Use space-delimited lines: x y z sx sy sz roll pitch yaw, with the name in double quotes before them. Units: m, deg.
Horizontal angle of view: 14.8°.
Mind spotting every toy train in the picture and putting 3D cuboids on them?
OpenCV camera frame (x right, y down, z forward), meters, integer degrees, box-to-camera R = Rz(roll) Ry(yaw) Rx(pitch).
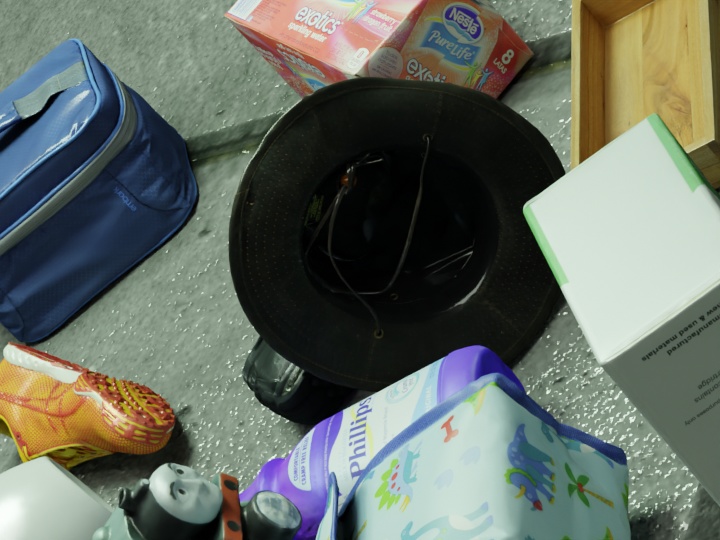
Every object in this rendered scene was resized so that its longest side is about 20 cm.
"toy train" -0.113 0.189 1.523 0.200 0.114 0.085 -55 25 30

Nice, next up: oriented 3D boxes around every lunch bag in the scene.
"lunch bag" 0.036 0.177 1.399 0.200 0.127 0.171 -40 31 35
"lunch bag" -0.232 -0.058 1.970 0.200 0.132 0.136 -39 31 9

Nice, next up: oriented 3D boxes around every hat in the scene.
"hat" 0.019 -0.024 1.599 0.201 0.201 0.081 -45 14 0

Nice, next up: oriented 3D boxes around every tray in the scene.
"tray" 0.174 -0.111 1.645 0.098 0.037 0.201 -27 36 27

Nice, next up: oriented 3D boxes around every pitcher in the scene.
"pitcher" -0.239 0.197 1.652 0.200 0.171 0.121 -50 -3 -5

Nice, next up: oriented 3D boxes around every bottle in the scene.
"bottle" 0.002 0.116 1.554 0.199 0.065 0.084 -28 34 26

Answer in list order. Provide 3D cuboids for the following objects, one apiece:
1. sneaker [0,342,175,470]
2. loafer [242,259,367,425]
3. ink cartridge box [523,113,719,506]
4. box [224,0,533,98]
"sneaker" -0.182 0.101 1.806 0.200 0.073 0.078 11 84 59
"loafer" 0.000 0.000 1.684 0.070 0.068 0.201 32 82 43
"ink cartridge box" 0.176 0.046 1.301 0.084 0.200 0.146 -36 32 9
"box" 0.010 -0.156 1.834 0.103 0.095 0.200 -49 32 -7
